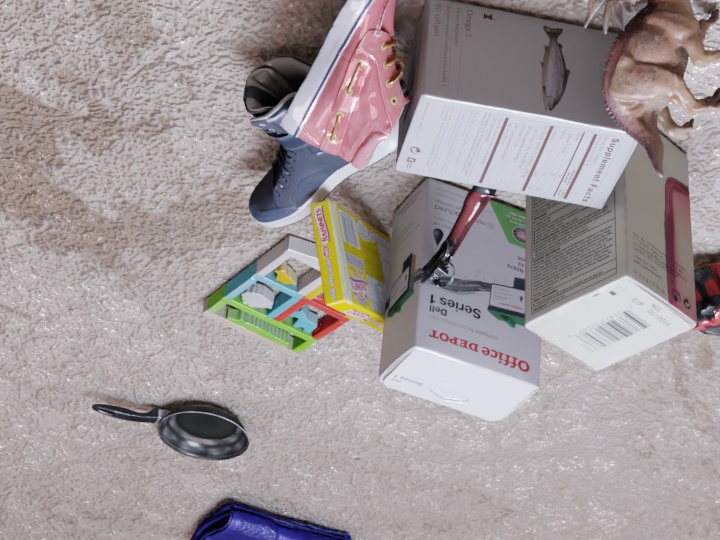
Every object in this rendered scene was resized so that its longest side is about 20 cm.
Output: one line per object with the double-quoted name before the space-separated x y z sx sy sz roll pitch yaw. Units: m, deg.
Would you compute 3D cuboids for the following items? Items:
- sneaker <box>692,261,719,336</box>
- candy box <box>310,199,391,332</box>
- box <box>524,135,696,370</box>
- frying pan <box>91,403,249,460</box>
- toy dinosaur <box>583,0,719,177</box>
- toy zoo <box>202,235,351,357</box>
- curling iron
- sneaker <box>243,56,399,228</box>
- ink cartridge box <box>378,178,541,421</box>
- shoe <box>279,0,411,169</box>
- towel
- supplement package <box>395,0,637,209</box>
"sneaker" 0.419 0.013 1.926 0.200 0.071 0.098 -28 144 30
"candy box" 0.000 0.000 1.864 0.026 0.103 0.200 -11 166 16
"box" 0.234 -0.029 1.770 0.109 0.201 0.127 31 138 -33
"frying pan" -0.228 0.193 2.290 0.188 0.031 0.115 6 145 4
"toy dinosaur" 0.242 -0.185 1.599 0.134 0.202 0.086 16 178 -12
"toy zoo" -0.065 0.024 2.039 0.131 0.021 0.200 27 140 -28
"curling iron" 0.117 -0.068 1.781 0.025 0.050 0.201 30 96 -16
"sneaker" -0.075 -0.123 1.774 0.146 0.077 0.202 23 136 -36
"ink cartridge box" 0.104 0.030 1.869 0.145 0.201 0.084 18 146 -19
"shoe" 0.012 -0.185 1.632 0.091 0.072 0.201 29 115 -3
"towel" -0.118 0.367 2.517 0.199 0.050 0.148 21 149 -22
"supplement package" 0.141 -0.150 1.684 0.198 0.118 0.118 9 145 -7
